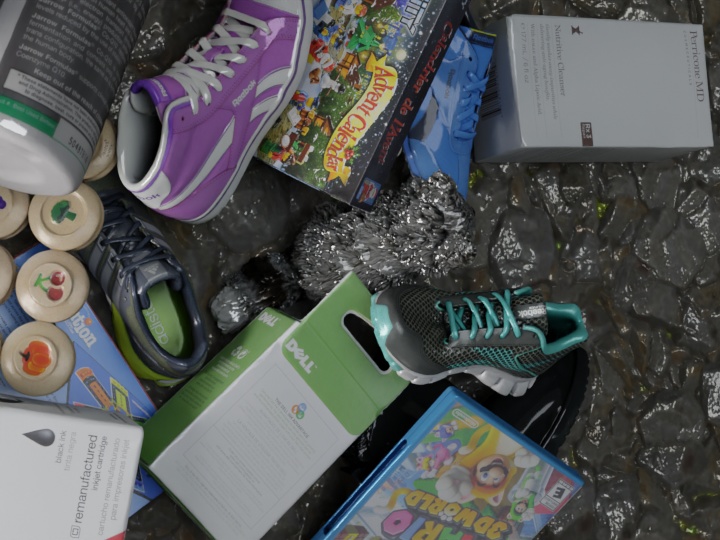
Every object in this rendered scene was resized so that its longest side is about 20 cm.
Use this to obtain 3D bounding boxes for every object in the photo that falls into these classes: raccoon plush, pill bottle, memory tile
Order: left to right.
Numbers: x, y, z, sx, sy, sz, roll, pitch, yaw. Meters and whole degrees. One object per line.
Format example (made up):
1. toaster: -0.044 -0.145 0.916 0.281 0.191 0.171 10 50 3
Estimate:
1. memory tile: -0.253 -0.021 0.918 0.152 0.017 0.201 9 81 1
2. pill bottle: -0.202 -0.160 0.883 0.113 0.113 0.201 25 71 -22
3. raccoon plush: 0.000 0.000 1.008 0.200 0.134 0.097 -41 104 -23

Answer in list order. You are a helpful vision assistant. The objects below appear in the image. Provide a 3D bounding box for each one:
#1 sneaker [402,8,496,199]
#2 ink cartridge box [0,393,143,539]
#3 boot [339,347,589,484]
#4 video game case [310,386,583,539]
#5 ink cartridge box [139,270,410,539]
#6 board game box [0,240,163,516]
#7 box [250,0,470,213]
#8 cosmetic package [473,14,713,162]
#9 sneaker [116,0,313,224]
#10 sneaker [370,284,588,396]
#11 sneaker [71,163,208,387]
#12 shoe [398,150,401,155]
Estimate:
1. sneaker: 0.071 -0.145 1.076 0.066 0.078 0.202 -7 89 -66
2. ink cartridge box: -0.257 0.154 0.888 0.199 0.084 0.145 11 87 -19
3. boot: 0.080 0.108 1.081 0.162 0.073 0.199 33 71 -14
4. video game case: 0.055 0.196 1.025 0.143 0.018 0.200 35 103 -27
5. ink cartridge box: -0.060 0.098 0.981 0.200 0.059 0.104 -44 115 -13
6. board game box: -0.213 0.088 0.963 0.103 0.019 0.201 -35 102 -22
7. box: -0.011 -0.161 0.990 0.201 0.136 0.038 -65 153 3
8. cosmetic package: 0.193 -0.150 1.143 0.199 0.081 0.114 -5 87 -25
9. sneaker: -0.103 -0.135 0.944 0.114 0.072 0.202 29 83 -63
10. sneaker: 0.090 0.037 0.986 0.199 0.091 0.078 10 58 -47
11. sneaker: -0.159 -0.010 0.962 0.074 0.081 0.201 -34 101 -24
12. shoe: -0.012 -0.173 1.060 0.070 0.053 0.201 -20 95 -26
